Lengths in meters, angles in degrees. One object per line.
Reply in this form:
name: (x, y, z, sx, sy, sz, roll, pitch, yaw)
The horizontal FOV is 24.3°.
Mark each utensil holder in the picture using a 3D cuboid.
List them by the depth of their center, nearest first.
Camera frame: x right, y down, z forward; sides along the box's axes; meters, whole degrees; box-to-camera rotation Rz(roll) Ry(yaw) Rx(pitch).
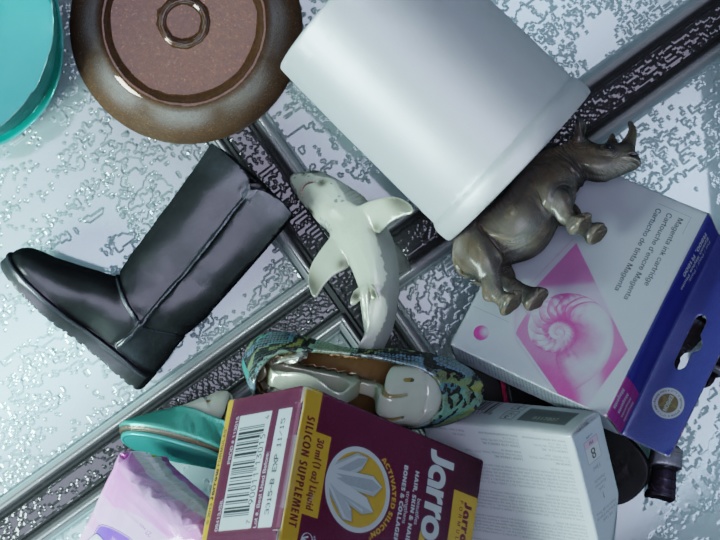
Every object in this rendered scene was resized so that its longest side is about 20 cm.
utensil holder: (0.057, -0.152, 1.361, 0.200, 0.170, 0.170, 43, 90, 0)

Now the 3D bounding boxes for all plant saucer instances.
plant saucer: (-0.148, -0.208, 1.416, 0.199, 0.037, 0.202, 0, 92, -3)

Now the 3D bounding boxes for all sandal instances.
sandal: (0.159, 0.115, 1.401, 0.200, 0.045, 0.075, 43, 106, 20)

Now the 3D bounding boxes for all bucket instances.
bucket: (-0.338, -0.191, 1.358, 0.206, 0.135, 0.209, 0, 91, -1)

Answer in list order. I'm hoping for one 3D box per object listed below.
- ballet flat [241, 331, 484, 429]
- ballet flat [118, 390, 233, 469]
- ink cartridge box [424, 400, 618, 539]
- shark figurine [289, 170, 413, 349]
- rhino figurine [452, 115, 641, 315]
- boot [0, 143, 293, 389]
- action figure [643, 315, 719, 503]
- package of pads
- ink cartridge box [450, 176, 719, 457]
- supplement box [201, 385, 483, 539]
ballet flat: (0.001, 0.097, 1.348, 0.199, 0.074, 0.075, 7, 91, 1)
ballet flat: (-0.102, 0.142, 1.420, 0.199, 0.067, 0.071, 18, 67, -3)
ink cartridge box: (0.143, 0.209, 1.390, 0.057, 0.162, 0.201, -34, 114, -40)
shark figurine: (0.013, 0.016, 1.411, 0.128, 0.089, 0.216, -9, 83, 31)
rhino figurine: (0.155, -0.054, 1.364, 0.200, 0.060, 0.087, -46, 59, -9)
boot: (-0.176, -0.025, 1.397, 0.165, 0.066, 0.200, 40, 97, -15)
action figure: (0.251, 0.091, 1.427, 0.129, 0.069, 0.201, 15, 87, 4)
package of pads: (-0.183, 0.260, 1.368, 0.120, 0.076, 0.201, 35, 104, 36)
ink cartridge box: (0.205, 0.023, 1.379, 0.199, 0.043, 0.197, 23, 74, 19)
supplement box: (-0.012, 0.187, 1.325, 0.199, 0.103, 0.132, 25, 64, -36)
